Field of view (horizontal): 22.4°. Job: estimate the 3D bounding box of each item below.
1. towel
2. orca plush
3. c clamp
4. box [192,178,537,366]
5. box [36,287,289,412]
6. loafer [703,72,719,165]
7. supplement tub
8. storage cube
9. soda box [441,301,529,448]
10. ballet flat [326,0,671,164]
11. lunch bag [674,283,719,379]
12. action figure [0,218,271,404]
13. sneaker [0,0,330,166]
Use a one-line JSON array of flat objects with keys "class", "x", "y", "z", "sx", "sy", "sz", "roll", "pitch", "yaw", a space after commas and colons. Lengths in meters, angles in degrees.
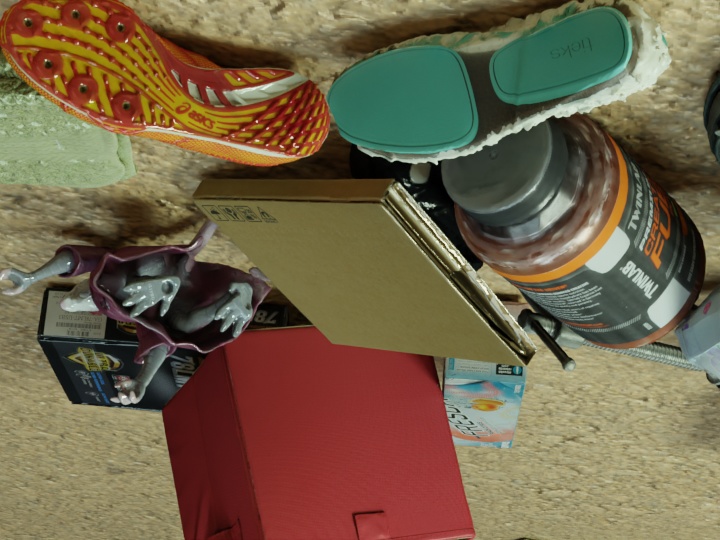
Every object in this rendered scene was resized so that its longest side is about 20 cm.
[{"class": "towel", "x": -0.242, "y": -0.091, "z": 1.126, "sx": 0.199, "sy": 0.037, "sz": 0.148, "roll": 4, "pitch": 158, "yaw": 5}, {"class": "orca plush", "x": 0.045, "y": -0.022, "z": 1.183, "sx": 0.105, "sy": 0.071, "sz": 0.200, "roll": 1, "pitch": 159, "yaw": 12}, {"class": "c clamp", "x": 0.184, "y": 0.044, "z": 1.243, "sx": 0.199, "sy": 0.027, "sz": 0.171, "roll": 11, "pitch": -157, "yaw": -26}, {"class": "box", "x": 0.000, "y": 0.000, "z": 1.181, "sx": 0.200, "sy": 0.021, "sz": 0.164, "roll": 3, "pitch": 144, "yaw": 50}, {"class": "box", "x": -0.157, "y": 0.074, "z": 1.522, "sx": 0.198, "sy": 0.050, "sz": 0.200, "roll": 6, "pitch": 160, "yaw": 1}, {"class": "loafer", "x": 0.238, "y": -0.088, "z": 0.970, "sx": 0.072, "sy": 0.063, "sz": 0.200, "roll": 11, "pitch": 159, "yaw": -12}, {"class": "supplement tub", "x": 0.126, "y": -0.030, "z": 1.092, "sx": 0.107, "sy": 0.107, "sz": 0.200, "roll": -7, "pitch": 156, "yaw": 31}, {"class": "storage cube", "x": -0.039, "y": 0.154, "z": 1.408, "sx": 0.199, "sy": 0.180, "sz": 0.171, "roll": -3, "pitch": 157, "yaw": -24}, {"class": "soda box", "x": 0.097, "y": 0.085, "z": 1.450, "sx": 0.063, "sy": 0.069, "sz": 0.200, "roll": 3, "pitch": 160, "yaw": 3}, {"class": "ballet flat", "x": 0.079, "y": -0.099, "z": 0.987, "sx": 0.199, "sy": 0.072, "sz": 0.072, "roll": -8, "pitch": 155, "yaw": 33}, {"class": "lunch bag", "x": 0.312, "y": 0.008, "z": 1.098, "sx": 0.199, "sy": 0.128, "sz": 0.170, "roll": -8, "pitch": 164, "yaw": -18}, {"class": "action figure", "x": -0.163, "y": 0.005, "z": 1.318, "sx": 0.134, "sy": 0.149, "sz": 0.200, "roll": 49, "pitch": 162, "yaw": -20}, {"class": "sneaker", "x": -0.116, "y": -0.098, "z": 1.030, "sx": 0.199, "sy": 0.073, "sz": 0.077, "roll": 20, "pitch": 165, "yaw": -28}]
